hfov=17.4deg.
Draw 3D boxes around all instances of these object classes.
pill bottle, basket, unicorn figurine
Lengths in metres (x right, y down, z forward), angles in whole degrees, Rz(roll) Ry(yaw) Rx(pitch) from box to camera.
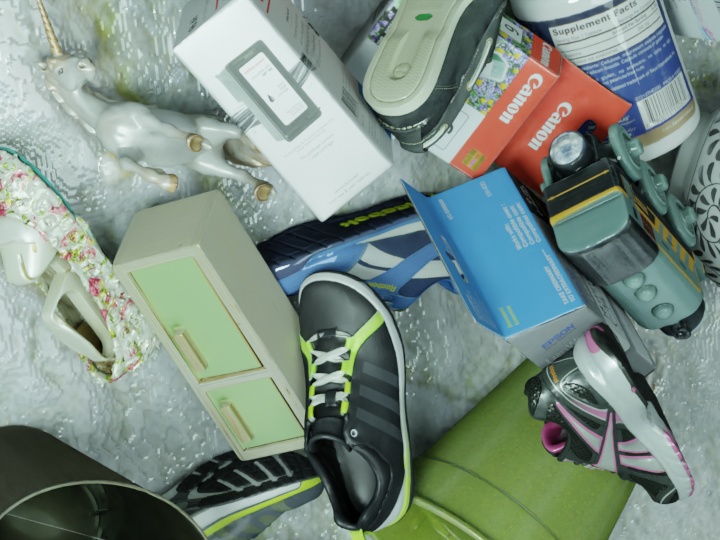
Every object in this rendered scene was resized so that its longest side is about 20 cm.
[{"bbox_3d":[0.180,-0.186,1.797,0.111,0.111,0.200,-30,113,-17],"label":"pill bottle"},{"bbox_3d":[-0.217,0.186,1.636,0.180,0.200,0.136,18,93,-29],"label":"basket"},{"bbox_3d":[-0.143,-0.100,1.662,0.200,0.137,0.074,30,90,-46],"label":"unicorn figurine"}]

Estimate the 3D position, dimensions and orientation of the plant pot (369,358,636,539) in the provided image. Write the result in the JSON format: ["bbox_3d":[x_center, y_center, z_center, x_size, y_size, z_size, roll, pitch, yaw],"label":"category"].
[{"bbox_3d":[0.131,0.167,1.829,0.190,0.200,0.200,-50,118,-23],"label":"plant pot"}]

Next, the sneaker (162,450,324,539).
[{"bbox_3d":[-0.115,0.201,1.772,0.200,0.074,0.081,-25,122,-13],"label":"sneaker"}]

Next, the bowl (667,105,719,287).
[{"bbox_3d":[0.302,-0.072,1.874,0.094,0.201,0.201,18,95,16],"label":"bowl"}]

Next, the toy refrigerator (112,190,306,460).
[{"bbox_3d":[-0.095,0.045,1.707,0.200,0.076,0.070,59,30,-32],"label":"toy refrigerator"}]

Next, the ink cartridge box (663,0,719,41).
[{"bbox_3d":[0.269,-0.255,1.776,0.083,0.200,0.146,-36,115,-18],"label":"ink cartridge box"}]

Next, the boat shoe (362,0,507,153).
[{"bbox_3d":[0.068,-0.175,1.665,0.068,0.072,0.200,51,59,-43],"label":"boat shoe"}]

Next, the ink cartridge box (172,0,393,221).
[{"bbox_3d":[-0.065,-0.143,1.619,0.068,0.116,0.200,-37,106,12],"label":"ink cartridge box"}]

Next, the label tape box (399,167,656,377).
[{"bbox_3d":[0.127,0.004,1.734,0.063,0.144,0.200,-36,144,13],"label":"label tape box"}]

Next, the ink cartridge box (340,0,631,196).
[{"bbox_3d":[0.091,-0.132,1.745,0.200,0.050,0.109,33,116,-10],"label":"ink cartridge box"}]

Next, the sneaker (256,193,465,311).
[{"bbox_3d":[0.000,0.000,1.774,0.199,0.074,0.083,-14,109,-22],"label":"sneaker"}]

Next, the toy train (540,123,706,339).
[{"bbox_3d":[0.200,-0.025,1.761,0.085,0.114,0.200,-24,141,19],"label":"toy train"}]

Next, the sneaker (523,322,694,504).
[{"bbox_3d":[0.177,0.114,1.728,0.086,0.080,0.200,-28,134,10],"label":"sneaker"}]

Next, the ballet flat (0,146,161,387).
[{"bbox_3d":[-0.213,0.002,1.665,0.200,0.076,0.064,52,52,-25],"label":"ballet flat"}]

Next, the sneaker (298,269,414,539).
[{"bbox_3d":[-0.007,0.099,1.691,0.083,0.072,0.201,-21,97,-63],"label":"sneaker"}]
